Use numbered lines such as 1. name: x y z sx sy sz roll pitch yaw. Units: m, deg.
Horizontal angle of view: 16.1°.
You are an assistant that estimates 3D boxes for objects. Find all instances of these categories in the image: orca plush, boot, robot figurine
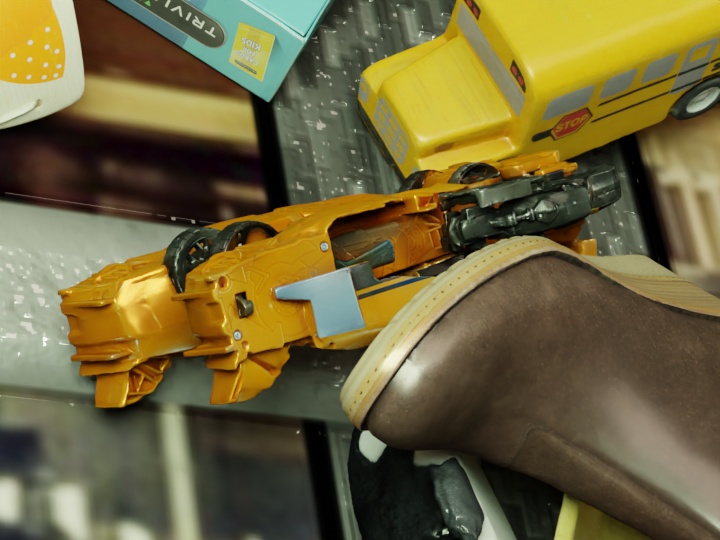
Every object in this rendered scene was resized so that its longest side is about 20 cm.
1. orca plush: 0.032 0.135 0.885 0.200 0.071 0.105 63 6 13
2. boot: 0.103 0.064 0.855 0.166 0.072 0.200 46 32 24
3. robot figurine: 0.000 0.000 0.922 0.200 0.145 0.058 -15 97 -37

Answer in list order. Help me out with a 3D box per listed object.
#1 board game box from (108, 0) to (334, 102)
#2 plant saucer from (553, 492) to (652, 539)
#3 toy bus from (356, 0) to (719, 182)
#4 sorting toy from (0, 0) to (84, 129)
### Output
1. board game box: -0.054 -0.185 1.076 0.151 0.047 0.200 32 52 -2
2. plant saucer: 0.157 0.114 0.945 0.200 0.049 0.200 29 35 -6
3. toy bus: 0.100 -0.095 1.051 0.200 0.078 0.065 -22 67 -20
4. sorting toy: -0.222 -0.136 0.939 0.180 0.107 0.200 -22 66 -19
